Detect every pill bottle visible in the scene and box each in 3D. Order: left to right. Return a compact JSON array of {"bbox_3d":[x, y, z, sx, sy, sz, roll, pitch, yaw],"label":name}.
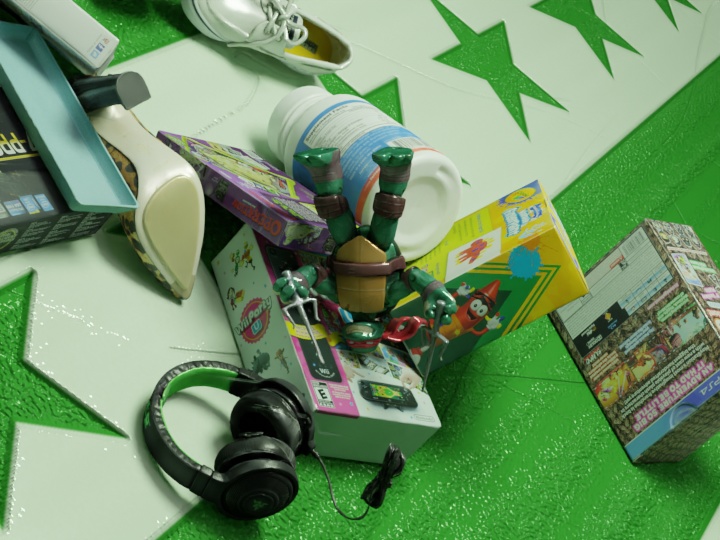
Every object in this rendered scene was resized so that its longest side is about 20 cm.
[{"bbox_3d":[-0.003,-0.099,1.602,0.112,0.113,0.200,13,18,-42],"label":"pill bottle"}]

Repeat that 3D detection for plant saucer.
[{"bbox_3d":[-0.252,-0.125,1.381,0.070,0.019,0.201,1,51,-54],"label":"plant saucer"}]

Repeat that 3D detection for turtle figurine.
[{"bbox_3d":[0.000,0.000,1.401,0.148,0.202,0.101,-4,11,-4],"label":"turtle figurine"}]

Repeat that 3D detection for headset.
[{"bbox_3d":[-0.068,0.131,1.309,0.199,0.094,0.124,26,38,-7],"label":"headset"}]

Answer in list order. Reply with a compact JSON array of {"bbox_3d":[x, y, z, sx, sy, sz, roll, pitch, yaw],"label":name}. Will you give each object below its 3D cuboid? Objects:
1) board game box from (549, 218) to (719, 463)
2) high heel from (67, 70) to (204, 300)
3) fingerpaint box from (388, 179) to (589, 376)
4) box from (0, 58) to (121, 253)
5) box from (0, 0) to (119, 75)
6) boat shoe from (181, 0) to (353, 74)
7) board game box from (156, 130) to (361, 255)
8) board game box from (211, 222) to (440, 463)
[{"bbox_3d":[0.318,0.075,1.780,0.096,0.159,0.201,5,49,-47],"label":"board game box"},{"bbox_3d":[-0.199,-0.073,1.451,0.071,0.142,0.202,-22,103,-30],"label":"high heel"},{"bbox_3d":[0.113,0.004,1.549,0.074,0.166,0.200,61,8,-12],"label":"fingerpaint box"},{"bbox_3d":[-0.304,-0.089,1.334,0.162,0.049,0.200,54,30,13],"label":"box"},{"bbox_3d":[-0.297,-0.243,1.464,0.200,0.036,0.144,41,-5,-8],"label":"box"},{"bbox_3d":[-0.085,-0.250,1.730,0.201,0.086,0.075,26,80,-39],"label":"boat shoe"},{"bbox_3d":[-0.086,-0.067,1.508,0.120,0.032,0.200,16,15,-47],"label":"board game box"},{"bbox_3d":[-0.032,0.063,1.468,0.147,0.064,0.201,13,42,-41],"label":"board game box"}]
